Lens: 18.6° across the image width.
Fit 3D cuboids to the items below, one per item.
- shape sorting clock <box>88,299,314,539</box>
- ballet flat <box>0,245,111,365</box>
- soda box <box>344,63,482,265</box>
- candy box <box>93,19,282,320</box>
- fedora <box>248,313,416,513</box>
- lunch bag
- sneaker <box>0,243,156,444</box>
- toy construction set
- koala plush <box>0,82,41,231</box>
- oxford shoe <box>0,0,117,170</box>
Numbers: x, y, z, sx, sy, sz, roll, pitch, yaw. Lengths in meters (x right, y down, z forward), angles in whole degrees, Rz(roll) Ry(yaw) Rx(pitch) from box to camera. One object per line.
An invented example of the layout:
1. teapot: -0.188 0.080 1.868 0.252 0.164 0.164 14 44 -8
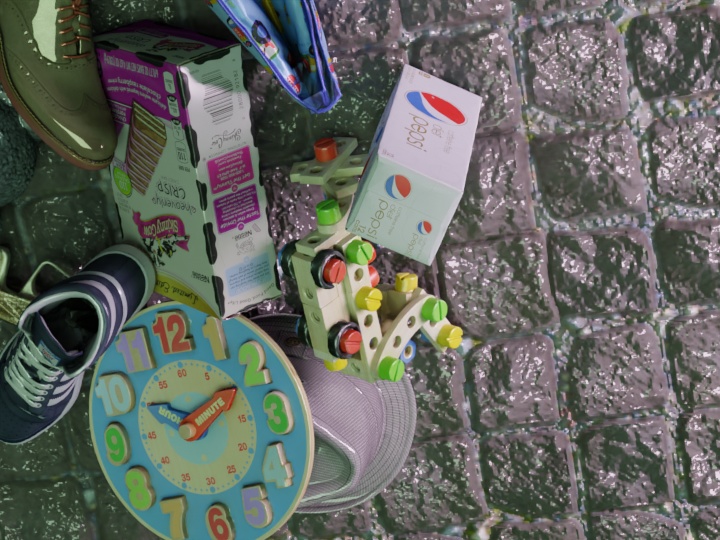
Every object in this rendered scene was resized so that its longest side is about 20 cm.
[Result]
1. shape sorting clock: -0.126 0.121 1.695 0.199 0.039 0.202 4 99 28
2. ballet flat: -0.273 0.017 1.751 0.198 0.071 0.066 18 95 -7
3. soda box: 0.041 -0.080 1.592 0.068 0.200 0.064 23 115 -3
4. candy box: -0.133 -0.077 1.650 0.061 0.136 0.202 -23 115 -31
5. fedora: -0.057 0.130 1.751 0.199 0.090 0.178 20 114 -2
6. lunch bag: -0.075 -0.199 1.576 0.094 0.151 0.201 -28 109 -1
7. sneaker: -0.239 0.069 1.664 0.070 0.109 0.200 40 113 -1
8. toy construction set: 0.000 0.000 1.677 0.092 0.131 0.201 0 119 49
9. koala plush: -0.330 -0.112 1.665 0.199 0.184 0.178 22 103 -26
10. oxford shoe: -0.227 -0.170 1.618 0.075 0.070 0.201 -33 83 38
